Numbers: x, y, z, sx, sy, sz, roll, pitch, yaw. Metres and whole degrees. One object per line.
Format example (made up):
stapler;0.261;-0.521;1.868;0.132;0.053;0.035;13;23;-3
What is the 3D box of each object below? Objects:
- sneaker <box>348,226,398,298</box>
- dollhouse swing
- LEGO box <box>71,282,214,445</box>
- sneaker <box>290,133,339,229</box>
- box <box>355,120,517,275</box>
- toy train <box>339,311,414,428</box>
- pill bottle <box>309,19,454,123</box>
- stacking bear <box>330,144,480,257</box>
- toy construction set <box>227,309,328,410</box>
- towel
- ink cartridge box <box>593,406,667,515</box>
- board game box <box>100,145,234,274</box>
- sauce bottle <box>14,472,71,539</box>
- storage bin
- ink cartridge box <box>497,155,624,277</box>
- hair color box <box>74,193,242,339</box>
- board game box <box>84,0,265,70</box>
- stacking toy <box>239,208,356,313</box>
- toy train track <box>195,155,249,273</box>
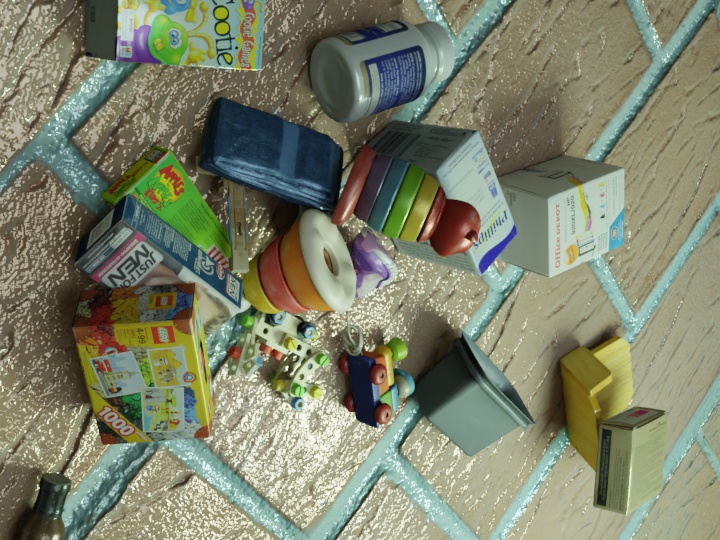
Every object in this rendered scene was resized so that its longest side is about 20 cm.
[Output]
sneaker;0.000;0.000;1.437;0.088;0.200;0.081;-32;80;-8
dollhouse swing;0.504;0.259;1.915;0.173;0.182;0.203;-16;115;-10
LEGO box;-0.272;0.121;1.229;0.146;0.078;0.203;-4;127;-2
sneaker;-0.058;-0.098;1.408;0.073;0.079;0.204;-3;104;-36
box;0.118;-0.114;1.474;0.105;0.182;0.202;-44;127;-24
toy train;0.031;0.140;1.553;0.115;0.084;0.204;-27;119;-41
pill bottle;0.036;-0.297;1.396;0.198;0.119;0.122;-22;116;-31
stacking bear;0.073;-0.085;1.333;0.197;0.122;0.115;24;104;0
toy construction set;-0.125;0.124;1.420;0.199;0.091;0.133;32;83;-51
towel;-0.116;-0.159;1.312;0.197;0.048;0.114;17;65;-24
ink cartridge box;0.522;0.361;1.849;0.198;0.074;0.168;-3;97;-54
board game box;-0.246;-0.055;1.289;0.102;0.047;0.201;-46;127;-19
sauce bottle;-0.427;0.368;1.260;0.064;0.064;0.204;12;95;-40
storage bin;0.187;0.221;1.676;0.134;0.146;0.200;-37;129;9
ink cartridge box;0.346;-0.099;1.686;0.198;0.144;0.150;-21;116;-32
hair color box;-0.255;0.005;1.233;0.100;0.061;0.199;-38;121;22
board game box;-0.228;-0.309;1.191;0.197;0.102;0.107;-5;107;-37
stacking toy;-0.117;0.013;1.339;0.197;0.147;0.147;-20;126;18
toy train track;-0.173;-0.093;1.307;0.113;0.032;0.204;4;72;-29
